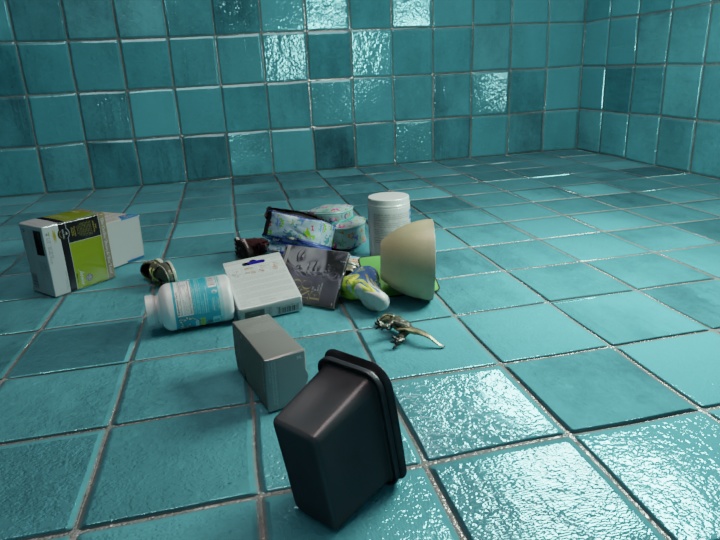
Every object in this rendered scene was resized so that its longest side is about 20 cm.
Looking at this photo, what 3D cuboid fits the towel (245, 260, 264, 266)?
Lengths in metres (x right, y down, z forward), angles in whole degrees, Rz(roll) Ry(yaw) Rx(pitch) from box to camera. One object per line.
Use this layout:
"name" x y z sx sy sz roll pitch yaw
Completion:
"towel" -0.231 0.000 1.699 0.198 0.051 0.146 16 27 42

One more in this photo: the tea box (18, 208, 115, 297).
"tea box" -0.847 -0.057 1.716 0.132 0.204 0.196 10 21 34

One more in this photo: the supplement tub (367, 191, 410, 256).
"supplement tub" 0.087 -0.125 1.778 0.129 0.204 0.132 -2 19 1

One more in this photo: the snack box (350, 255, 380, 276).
"snack box" 0.000 0.000 1.682 0.197 0.038 0.116 9 23 31

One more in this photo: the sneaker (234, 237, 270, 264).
"sneaker" -0.334 -0.074 1.895 0.113 0.077 0.200 -7 18 -21

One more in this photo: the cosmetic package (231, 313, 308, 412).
"cosmetic package" -0.173 0.168 1.116 0.089 0.109 0.199 -10 18 -23

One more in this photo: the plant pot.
"plant pot" 0.115 -0.027 1.486 0.132 0.204 0.201 0 19 2

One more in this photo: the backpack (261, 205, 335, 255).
"backpack" -0.181 -0.101 1.794 0.196 0.150 0.183 10 0 14

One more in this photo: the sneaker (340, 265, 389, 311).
"sneaker" 0.023 0.032 1.482 0.105 0.076 0.199 -42 36 -23

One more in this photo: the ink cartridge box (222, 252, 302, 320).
"ink cartridge box" -0.251 0.040 1.499 0.160 0.058 0.200 -12 35 -19

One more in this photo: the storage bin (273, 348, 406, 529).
"storage bin" -0.039 0.231 0.799 0.144 0.203 0.134 13 33 38

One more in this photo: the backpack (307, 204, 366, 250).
"backpack" -0.079 -0.140 1.948 0.197 0.154 0.177 13 22 26

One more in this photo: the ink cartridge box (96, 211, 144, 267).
"ink cartridge box" -0.841 -0.104 1.936 0.197 0.148 0.147 7 20 25

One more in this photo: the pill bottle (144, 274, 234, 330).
"pill bottle" -0.405 0.079 1.400 0.196 0.113 0.111 -9 20 -18

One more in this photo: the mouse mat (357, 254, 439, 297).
"mouse mat" 0.101 0.009 1.588 0.196 0.008 0.162 -5 45 -12

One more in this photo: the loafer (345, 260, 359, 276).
"loafer" -0.096 0.026 1.587 0.196 0.076 0.071 -11 61 -2

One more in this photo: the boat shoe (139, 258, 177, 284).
"boat shoe" -0.579 0.008 1.696 0.060 0.074 0.200 -17 17 -32

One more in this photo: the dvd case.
"dvd case" -0.132 0.014 1.528 0.197 0.151 0.016 7 -17 28

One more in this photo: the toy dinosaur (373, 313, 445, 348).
"toy dinosaur" 0.085 0.130 1.289 0.087 0.048 0.199 -9 22 -38
